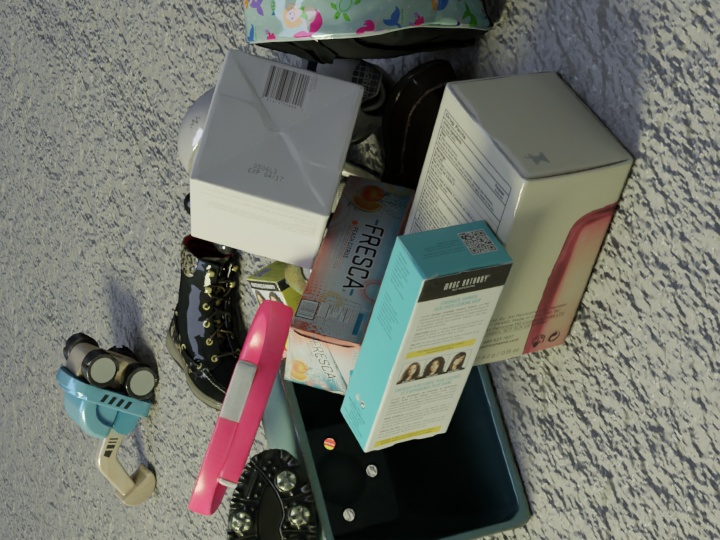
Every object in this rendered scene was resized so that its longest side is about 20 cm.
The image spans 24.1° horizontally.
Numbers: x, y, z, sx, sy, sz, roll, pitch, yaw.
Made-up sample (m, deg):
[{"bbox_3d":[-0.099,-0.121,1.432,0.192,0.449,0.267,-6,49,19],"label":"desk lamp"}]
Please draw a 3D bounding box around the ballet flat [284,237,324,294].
[{"bbox_3d":[0.000,0.000,1.589,0.199,0.071,0.071,15,114,35],"label":"ballet flat"}]

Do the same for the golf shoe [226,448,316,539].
[{"bbox_3d":[-0.075,0.249,1.470,0.088,0.077,0.201,-114,20,-81],"label":"golf shoe"}]

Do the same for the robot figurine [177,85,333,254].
[{"bbox_3d":[-0.096,-0.101,1.715,0.200,0.150,0.125,46,152,13],"label":"robot figurine"}]

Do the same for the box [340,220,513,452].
[{"bbox_3d":[0.049,0.054,1.330,0.049,0.082,0.201,56,144,36],"label":"box"}]

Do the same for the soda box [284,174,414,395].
[{"bbox_3d":[-0.007,0.010,1.439,0.069,0.063,0.201,98,-171,-45],"label":"soda box"}]

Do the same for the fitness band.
[{"bbox_3d":[-0.106,0.123,1.504,0.144,0.037,0.201,-98,28,-83],"label":"fitness band"}]

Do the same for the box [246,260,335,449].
[{"bbox_3d":[-0.045,0.087,1.723,0.075,0.050,0.201,7,124,60],"label":"box"}]

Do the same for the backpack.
[{"bbox_3d":[-0.002,-0.242,1.403,0.177,0.200,0.152,3,107,39],"label":"backpack"}]

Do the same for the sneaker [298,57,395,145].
[{"bbox_3d":[-0.003,-0.152,1.553,0.200,0.080,0.077,24,-108,-77],"label":"sneaker"}]

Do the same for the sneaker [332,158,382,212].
[{"bbox_3d":[-0.051,-0.075,1.615,0.077,0.199,0.086,-3,-68,-82],"label":"sneaker"}]

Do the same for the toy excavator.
[{"bbox_3d":[-0.347,0.210,2.329,0.100,0.194,0.201,30,97,55],"label":"toy excavator"}]

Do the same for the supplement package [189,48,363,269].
[{"bbox_3d":[-0.076,-0.092,1.462,0.200,0.121,0.120,116,169,-76],"label":"supplement package"}]

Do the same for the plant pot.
[{"bbox_3d":[0.008,0.178,1.575,0.200,0.195,0.197,141,116,-65],"label":"plant pot"}]

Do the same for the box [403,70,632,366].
[{"bbox_3d":[0.119,-0.042,1.368,0.128,0.108,0.201,55,143,38],"label":"box"}]

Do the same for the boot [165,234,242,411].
[{"bbox_3d":[-0.168,0.063,1.992,0.204,0.073,0.155,43,132,47],"label":"boot"}]

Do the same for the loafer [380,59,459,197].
[{"bbox_3d":[0.063,-0.097,1.511,0.071,0.073,0.201,45,143,36],"label":"loafer"}]
